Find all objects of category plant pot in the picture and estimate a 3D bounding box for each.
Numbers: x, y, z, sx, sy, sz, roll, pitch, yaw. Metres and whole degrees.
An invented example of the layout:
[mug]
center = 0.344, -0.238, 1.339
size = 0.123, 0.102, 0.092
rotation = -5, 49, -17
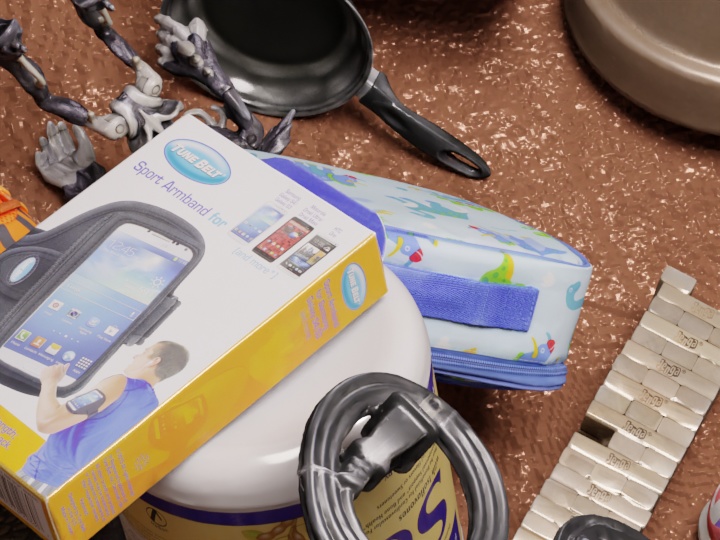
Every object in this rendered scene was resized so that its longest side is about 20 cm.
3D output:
[plant pot]
center = 0.215, -0.198, 1.411
size = 0.199, 0.175, 0.201
rotation = 2, 52, -2

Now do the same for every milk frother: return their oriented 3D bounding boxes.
[milk frother]
center = 0.018, 0.165, 1.042
size = 0.200, 0.188, 0.180
rotation = 56, 26, 15

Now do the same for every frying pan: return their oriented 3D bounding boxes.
[frying pan]
center = -0.012, -0.116, 1.385
size = 0.189, 0.115, 0.031
rotation = 14, 52, 0

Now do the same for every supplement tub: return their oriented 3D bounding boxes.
[supplement tub]
center = -0.031, 0.097, 1.146
size = 0.145, 0.200, 0.146
rotation = -6, 46, 6

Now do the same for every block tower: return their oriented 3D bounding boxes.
[block tower]
center = 0.129, 0.095, 1.318
size = 0.058, 0.054, 0.200
rotation = 27, 61, 8

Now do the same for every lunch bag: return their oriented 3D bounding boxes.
[lunch bag]
center = 0.000, 0.000, 1.272
size = 0.199, 0.161, 0.083
rotation = 10, 97, -28

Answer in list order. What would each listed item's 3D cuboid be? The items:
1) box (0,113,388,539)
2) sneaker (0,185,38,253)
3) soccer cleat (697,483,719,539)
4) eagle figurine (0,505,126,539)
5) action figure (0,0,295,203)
[box]
center = -0.084, 0.014, 1.068
size = 0.200, 0.042, 0.119
rotation = -41, 52, -23
[sneaker]
center = -0.200, -0.041, 1.272
size = 0.199, 0.113, 0.077
rotation = 18, 23, 37
[soccer cleat]
center = 0.269, 0.115, 1.313
size = 0.199, 0.073, 0.068
rotation = -4, 61, -10
[eagle figurine]
center = -0.189, 0.129, 1.204
size = 0.151, 0.151, 0.200
rotation = 36, 50, -3
[action figure]
center = -0.113, -0.081, 1.350
size = 0.119, 0.200, 0.102
rotation = -44, 33, -2
